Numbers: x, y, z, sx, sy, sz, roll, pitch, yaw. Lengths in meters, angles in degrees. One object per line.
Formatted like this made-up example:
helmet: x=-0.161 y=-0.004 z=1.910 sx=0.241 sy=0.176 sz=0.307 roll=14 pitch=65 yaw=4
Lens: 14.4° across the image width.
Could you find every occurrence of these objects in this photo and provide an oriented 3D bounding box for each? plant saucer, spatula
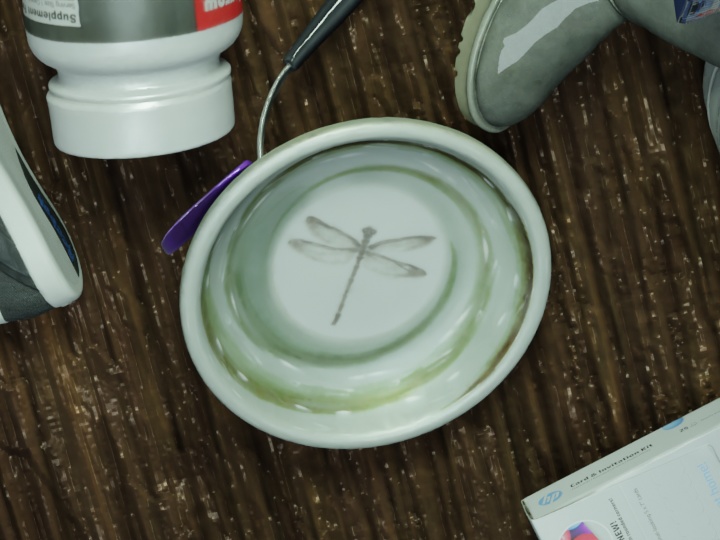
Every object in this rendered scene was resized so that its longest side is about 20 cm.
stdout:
plant saucer: x=0.000 y=0.000 z=1.509 sx=0.199 sy=0.050 sz=0.201 roll=-6 pitch=121 yaw=-9
spatula: x=-0.041 y=-0.090 z=1.479 sx=0.020 sy=0.057 sz=0.201 roll=32 pitch=85 yaw=7

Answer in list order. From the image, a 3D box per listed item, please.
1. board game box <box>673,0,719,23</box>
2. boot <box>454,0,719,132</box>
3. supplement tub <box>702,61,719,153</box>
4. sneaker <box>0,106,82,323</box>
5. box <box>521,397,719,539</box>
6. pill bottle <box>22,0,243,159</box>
board game box: x=0.234 y=-0.224 z=1.296 sx=0.198 sy=0.062 sz=0.201 roll=-5 pitch=81 yaw=0
boot: x=0.156 y=-0.118 z=1.399 sx=0.200 sy=0.072 sz=0.183 roll=33 pitch=100 yaw=36
supplement tub: x=0.251 y=-0.046 z=1.399 sx=0.131 sy=0.201 sz=0.133 roll=-5 pitch=129 yaw=-6
sneaker: x=-0.239 y=-0.051 z=1.512 sx=0.111 sy=0.073 sz=0.201 roll=-23 pitch=106 yaw=9
box: x=0.210 y=0.150 z=1.547 sx=0.199 sy=0.041 sz=0.157 roll=-28 pitch=104 yaw=-1
pill bottle: x=-0.118 y=-0.166 z=1.446 sx=0.113 sy=0.114 sz=0.201 roll=-4 pitch=108 yaw=5
